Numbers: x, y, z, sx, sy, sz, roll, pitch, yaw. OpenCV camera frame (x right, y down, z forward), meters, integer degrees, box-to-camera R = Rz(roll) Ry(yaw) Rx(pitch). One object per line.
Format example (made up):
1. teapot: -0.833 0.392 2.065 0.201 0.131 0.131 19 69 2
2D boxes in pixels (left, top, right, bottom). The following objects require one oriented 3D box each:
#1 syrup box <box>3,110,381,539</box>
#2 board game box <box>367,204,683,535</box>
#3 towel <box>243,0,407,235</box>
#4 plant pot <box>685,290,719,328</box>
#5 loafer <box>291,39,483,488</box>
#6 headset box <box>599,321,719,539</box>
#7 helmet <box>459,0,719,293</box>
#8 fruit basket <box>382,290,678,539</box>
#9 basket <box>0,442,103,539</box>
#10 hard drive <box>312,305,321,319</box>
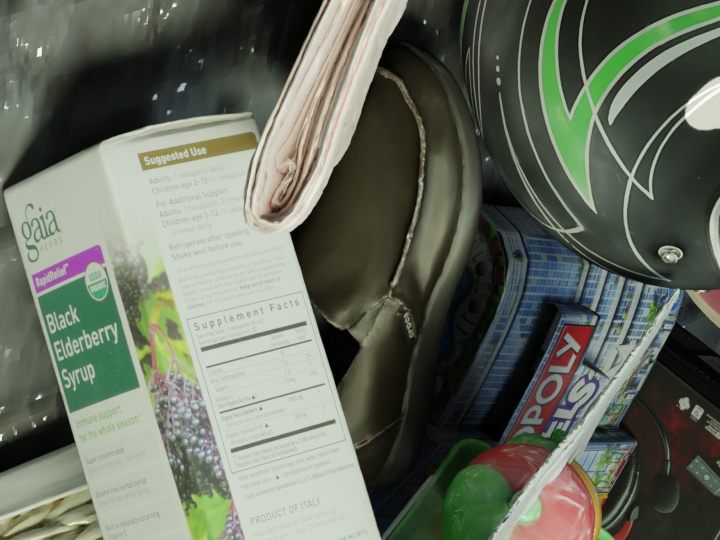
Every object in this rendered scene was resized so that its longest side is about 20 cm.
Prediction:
1. syrup box: -0.064 0.046 1.067 0.081 0.200 0.079 -15 176 -39
2. board game box: 0.056 0.070 1.299 0.200 0.062 0.200 3 120 -51
3. towel: 0.012 -0.119 1.042 0.200 0.032 0.191 -68 -177 -74
4. plant pot: 0.248 -0.049 1.324 0.179 0.200 0.200 -24 138 -32
5. loafer: 0.000 0.000 1.176 0.071 0.073 0.200 -1 102 -38
6. headset box: 0.131 0.133 1.412 0.075 0.149 0.200 5 119 -50
7. helmet: 0.136 -0.096 1.160 0.191 0.200 0.200 -39 150 22
8. fruit basket: 0.053 0.113 1.150 0.185 0.094 0.200 -49 166 -35
9. basket: -0.139 0.174 1.149 0.200 0.123 0.136 -22 137 -25
10. hard drive: -0.008 0.056 1.291 0.200 0.025 0.132 -2 124 -48
